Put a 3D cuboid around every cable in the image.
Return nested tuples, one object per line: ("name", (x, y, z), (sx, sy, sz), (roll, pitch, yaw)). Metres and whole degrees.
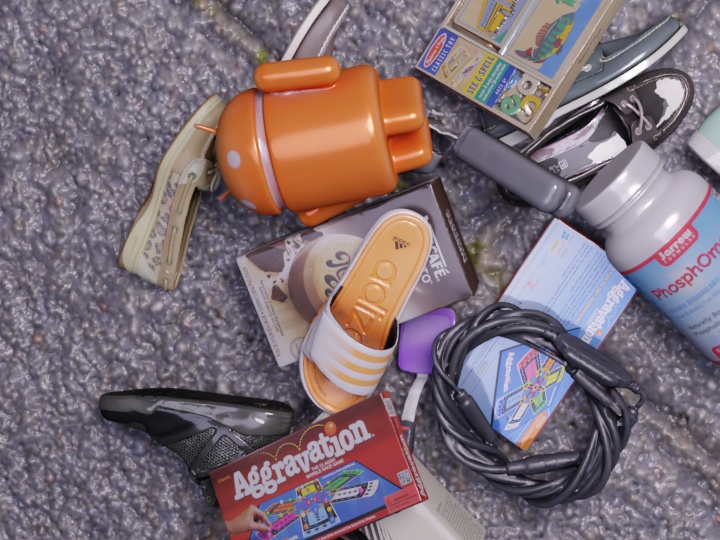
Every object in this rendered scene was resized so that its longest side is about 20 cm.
("cable", (0.149, 0.123, 1.064), (0.199, 0.051, 0.164), (30, 107, 3))

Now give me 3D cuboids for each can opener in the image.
("can opener", (0.101, -0.091, 1.029), (0.200, 0.053, 0.067), (38, 104, 36))

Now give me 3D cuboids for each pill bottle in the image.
("pill bottle", (0.286, -0.015, 1.005), (0.200, 0.109, 0.109), (43, 103, -5))

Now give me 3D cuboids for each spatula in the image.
("spatula", (0.048, 0.129, 1.084), (0.056, 0.021, 0.201), (2, 63, 25))

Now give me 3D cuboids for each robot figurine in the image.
("robot figurine", (-0.039, -0.111, 1.008), (0.198, 0.144, 0.118), (-10, 80, 6))

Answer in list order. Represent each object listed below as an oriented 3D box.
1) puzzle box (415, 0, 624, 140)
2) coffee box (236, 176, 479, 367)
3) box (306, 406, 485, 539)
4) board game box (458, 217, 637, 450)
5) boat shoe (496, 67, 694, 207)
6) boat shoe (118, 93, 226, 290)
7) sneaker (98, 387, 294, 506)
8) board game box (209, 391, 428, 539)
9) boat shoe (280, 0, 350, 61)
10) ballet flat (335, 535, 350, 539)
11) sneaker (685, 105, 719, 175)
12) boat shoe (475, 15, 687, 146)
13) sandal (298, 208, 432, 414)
("puzzle box", (0.153, -0.233, 1.020), (0.133, 0.025, 0.201), (34, 95, 27))
("coffee box", (0.000, 0.000, 1.088), (0.199, 0.080, 0.114), (-21, 95, 13))
("box", (0.026, 0.214, 1.113), (0.200, 0.082, 0.068), (45, 105, 4))
("board game box", (0.169, 0.059, 1.088), (0.103, 0.019, 0.201), (34, 102, 6))
("boat shoe", (0.214, -0.116, 1.043), (0.199, 0.057, 0.067), (-31, 91, 13))
("boat shoe", (-0.168, -0.076, 1.122), (0.062, 0.073, 0.201), (29, 113, 0))
("sneaker", (-0.170, 0.176, 1.148), (0.198, 0.076, 0.115), (9, 93, 4))
("board game box", (-0.042, 0.196, 1.055), (0.199, 0.019, 0.104), (-28, 73, 22))
("boat shoe", (-0.057, -0.166, 1.085), (0.059, 0.072, 0.201), (30, 106, 0))
("ballet flat", (-0.037, 0.273, 1.092), (0.199, 0.067, 0.068), (22, 79, 40))
("sneaker", (0.397, -0.089, 1.001), (0.200, 0.074, 0.118), (42, 105, 4))
("boat shoe", (0.193, -0.179, 1.033), (0.199, 0.073, 0.062), (-30, 94, 19))
("sandal", (0.000, 0.043, 1.022), (0.079, 0.059, 0.208), (23, 109, -2))
